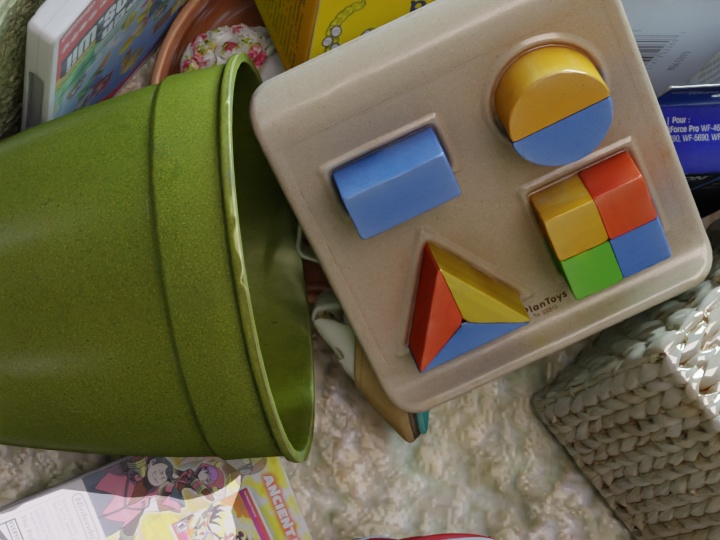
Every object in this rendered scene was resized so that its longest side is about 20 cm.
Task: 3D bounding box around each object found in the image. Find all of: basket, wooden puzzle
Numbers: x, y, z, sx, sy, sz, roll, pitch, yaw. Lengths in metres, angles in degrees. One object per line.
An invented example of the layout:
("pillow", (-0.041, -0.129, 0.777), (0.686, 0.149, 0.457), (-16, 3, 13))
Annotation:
("basket", (0.230, 0.061, 1.212), (0.198, 0.200, 0.161), (-42, 92, -20))
("wooden puzzle", (0.066, -0.036, 1.098), (0.185, 0.046, 0.200), (-25, 121, 3))

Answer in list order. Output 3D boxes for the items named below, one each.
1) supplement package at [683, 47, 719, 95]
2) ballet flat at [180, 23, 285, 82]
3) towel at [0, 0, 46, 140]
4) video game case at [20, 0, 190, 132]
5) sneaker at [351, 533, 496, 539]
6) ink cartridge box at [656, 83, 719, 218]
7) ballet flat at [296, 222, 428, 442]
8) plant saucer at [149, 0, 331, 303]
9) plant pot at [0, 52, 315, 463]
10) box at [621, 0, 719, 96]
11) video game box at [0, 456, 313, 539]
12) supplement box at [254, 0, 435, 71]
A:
("supplement package", (0.271, -0.123, 1.255), (0.155, 0.200, 0.111), (14, 77, -15))
("ballet flat", (0.002, -0.080, 1.195), (0.199, 0.064, 0.076), (25, 75, -12))
("towel", (-0.160, -0.125, 1.117), (0.036, 0.200, 0.149), (38, 72, 2))
("video game case", (-0.120, -0.132, 1.131), (0.017, 0.200, 0.143), (37, 71, 2))
("sneaker", (0.085, 0.194, 1.185), (0.199, 0.112, 0.071), (24, 75, -13))
("ink cartridge box", (0.169, -0.057, 1.211), (0.099, 0.200, 0.039), (-4, 78, -17))
("ballet flat", (0.000, 0.000, 1.176), (0.063, 0.069, 0.201), (-2, 117, 6))
("plant saucer", (-0.022, -0.078, 1.240), (0.199, 0.037, 0.201), (4, 79, -18))
("plant pot", (-0.135, 0.006, 1.104), (0.192, 0.200, 0.201), (-8, 82, 6))
("box", (0.134, -0.209, 1.236), (0.106, 0.152, 0.201), (-1, 71, -18))
("video game box", (-0.101, 0.193, 1.162), (0.182, 0.047, 0.201), (-21, 88, -18))
("supplement box", (-0.001, -0.194, 1.177), (0.108, 0.110, 0.200), (-5, 44, -19))
